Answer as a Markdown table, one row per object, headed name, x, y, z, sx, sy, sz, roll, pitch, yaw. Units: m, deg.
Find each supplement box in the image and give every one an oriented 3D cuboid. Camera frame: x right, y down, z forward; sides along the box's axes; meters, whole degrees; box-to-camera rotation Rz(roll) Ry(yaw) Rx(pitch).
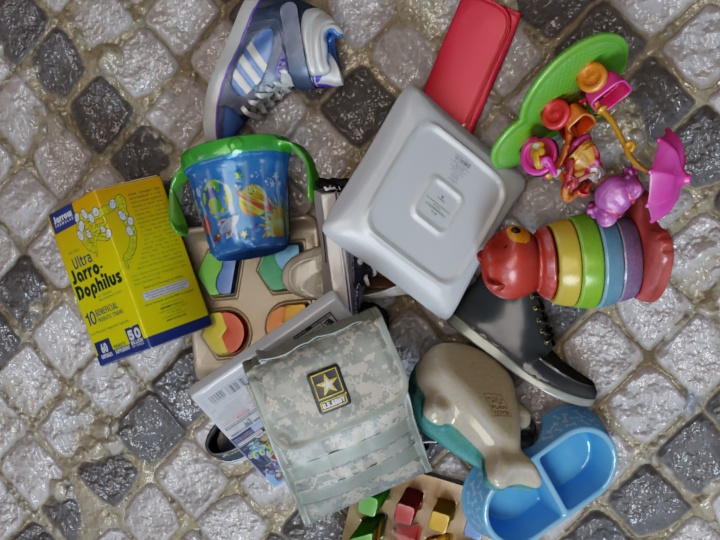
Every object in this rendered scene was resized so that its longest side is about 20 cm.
| name | x | y | z | sx | sy | sz | roll | pitch | yaw |
| --- | --- | --- | --- | --- | --- | --- | --- | --- | --- |
| supplement box | -0.286 | 0.000 | 1.390 | 0.108 | 0.109 | 0.203 | -20 | 90 | 40 |

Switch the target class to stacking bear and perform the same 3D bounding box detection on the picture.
| name | x | y | z | sx | sy | sz | roll | pitch | yaw |
| --- | --- | --- | --- | --- | --- | --- | --- | --- | --- |
| stacking bear | 0.232 | -0.012 | 1.257 | 0.197 | 0.122 | 0.115 | -4 | 130 | -5 |

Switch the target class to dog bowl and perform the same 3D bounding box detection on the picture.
| name | x | y | z | sx | sy | sz | roll | pitch | yaw |
| --- | --- | --- | --- | --- | --- | --- | --- | --- | --- |
| dog bowl | 0.213 | 0.244 | 1.303 | 0.199 | 0.050 | 0.112 | -33 | 108 | -5 |

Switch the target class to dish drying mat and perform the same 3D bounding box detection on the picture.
| name | x | y | z | sx | sy | sz | roll | pitch | yaw |
| --- | --- | --- | --- | --- | --- | --- | --- | --- | --- |
| dish drying mat | 0.120 | -0.226 | 1.338 | 0.076 | 0.018 | 0.202 | 25 | 100 | 11 |

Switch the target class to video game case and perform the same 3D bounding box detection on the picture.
| name | x | y | z | sx | sy | sz | roll | pitch | yaw |
| --- | --- | --- | --- | --- | --- | --- | --- | --- | --- |
| video game case | -0.066 | 0.141 | 1.286 | 0.199 | 0.023 | 0.183 | -34 | 123 | 3 |

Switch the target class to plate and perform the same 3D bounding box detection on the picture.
| name | x | y | z | sx | sy | sz | roll | pitch | yaw |
| --- | --- | --- | --- | --- | --- | --- | --- | --- | --- |
| plate | 0.083 | -0.075 | 1.277 | 0.199 | 0.032 | 0.202 | 35 | 80 | -23 |

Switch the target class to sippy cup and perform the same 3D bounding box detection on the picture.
| name | x | y | z | sx | sy | sz | roll | pitch | yaw |
| --- | --- | --- | --- | --- | --- | --- | --- | --- | --- |
| sippy cup | -0.140 | -0.083 | 1.343 | 0.177 | 0.138 | 0.132 | -19 | 80 | 57 |

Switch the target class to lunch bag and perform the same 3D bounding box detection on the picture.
| name | x | y | z | sx | sy | sz | roll | pitch | yaw |
| --- | --- | --- | --- | --- | --- | --- | --- | --- | --- |
| lunch bag | -0.027 | 0.151 | 1.221 | 0.162 | 0.118 | 0.202 | -22 | 122 | -6 |

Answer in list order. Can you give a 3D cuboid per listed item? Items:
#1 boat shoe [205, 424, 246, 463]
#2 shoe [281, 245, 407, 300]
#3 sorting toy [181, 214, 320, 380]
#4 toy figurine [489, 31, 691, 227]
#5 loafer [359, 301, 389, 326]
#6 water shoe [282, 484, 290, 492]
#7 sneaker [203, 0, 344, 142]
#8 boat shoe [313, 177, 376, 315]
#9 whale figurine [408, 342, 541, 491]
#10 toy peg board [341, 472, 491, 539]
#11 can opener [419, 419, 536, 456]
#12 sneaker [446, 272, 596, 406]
| name | x | y | z | sx | sy | sz | roll | pitch | yaw |
| --- | --- | --- | --- | --- | --- | --- | --- | --- | --- |
| boat shoe | -0.103 | 0.159 | 1.332 | 0.200 | 0.057 | 0.069 | -43 | 70 | 8 |
| shoe | 0.000 | 0.000 | 1.353 | 0.197 | 0.053 | 0.071 | -3 | 88 | 4 |
| sorting toy | -0.134 | 0.039 | 1.411 | 0.182 | 0.036 | 0.203 | -6 | 94 | 13 |
| toy figurine | 0.264 | -0.123 | 1.217 | 0.200 | 0.150 | 0.185 | -43 | 62 | 16 |
| loafer | -0.013 | 0.138 | 1.371 | 0.067 | 0.070 | 0.203 | 16 | 103 | 12 |
| water shoe | -0.094 | 0.204 | 1.379 | 0.199 | 0.071 | 0.080 | 35 | 121 | 18 |
| sneaker | -0.097 | -0.227 | 1.356 | 0.145 | 0.080 | 0.203 | 21 | 94 | 15 |
| boat shoe | 0.003 | -0.010 | 1.294 | 0.091 | 0.075 | 0.203 | -8 | 102 | -12 |
| whale figurine | 0.125 | 0.178 | 1.272 | 0.104 | 0.158 | 0.201 | -56 | 45 | 31 |
| toy peg board | 0.065 | 0.356 | 1.361 | 0.196 | 0.098 | 0.203 | 15 | 98 | 12 |
| can opener | 0.114 | 0.205 | 1.369 | 0.197 | 0.054 | 0.068 | 7 | 132 | 11 |
| sneaker | 0.208 | 0.070 | 1.314 | 0.199 | 0.075 | 0.107 | 33 | 99 | 8 |
